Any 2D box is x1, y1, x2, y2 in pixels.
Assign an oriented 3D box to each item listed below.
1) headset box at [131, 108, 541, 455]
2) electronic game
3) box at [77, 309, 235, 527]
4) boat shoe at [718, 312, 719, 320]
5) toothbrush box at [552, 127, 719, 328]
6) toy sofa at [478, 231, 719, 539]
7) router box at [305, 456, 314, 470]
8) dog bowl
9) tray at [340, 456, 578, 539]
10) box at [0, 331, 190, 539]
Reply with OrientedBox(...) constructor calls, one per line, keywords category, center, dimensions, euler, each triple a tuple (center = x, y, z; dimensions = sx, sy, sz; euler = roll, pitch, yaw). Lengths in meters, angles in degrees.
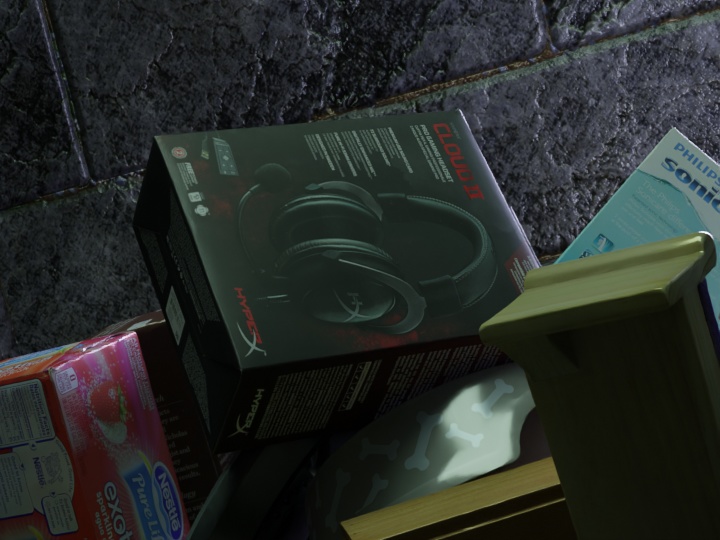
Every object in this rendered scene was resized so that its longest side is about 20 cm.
OrientedBox(category="headset box", center=(0.000, 0.000, 0.887), dimensions=(0.198, 0.150, 0.077), euler=(-7, -35, -24))
OrientedBox(category="electronic game", center=(-0.053, 0.141, 0.936), dimensions=(0.041, 0.201, 0.200), euler=(27, 19, 16))
OrientedBox(category="box", center=(-0.109, 0.127, 1.064), dimensions=(0.074, 0.202, 0.100), euler=(-14, 4, 7))
OrientedBox(category="boat shoe", center=(0.191, 0.084, 0.752), dimensions=(0.063, 0.200, 0.074), euler=(-35, -26, -23))
OrientedBox(category="toothbrush box", center=(0.184, 0.033, 1.068), dimensions=(0.200, 0.146, 0.085), euler=(-47, -7, -30))
OrientedBox(category="toy sofa", center=(0.128, 0.089, 0.696), dimensions=(0.082, 0.202, 0.097), euler=(-13, 9, 33))
OrientedBox(category="router box", center=(-0.059, 0.111, 1.209), dimensions=(0.156, 0.053, 0.200), euler=(-14, 4, 14))
OrientedBox(category="dog bowl", center=(0.061, 0.117, 0.907), dimensions=(0.199, 0.059, 0.201), euler=(-19, -27, -10))
OrientedBox(category="tray", center=(0.098, 0.140, 0.809), dimensions=(0.198, 0.099, 0.037), euler=(-15, 15, -11))
OrientedBox(category="box", center=(-0.162, 0.147, 0.976), dimensions=(0.099, 0.202, 0.095), euler=(-13, 6, 26))
